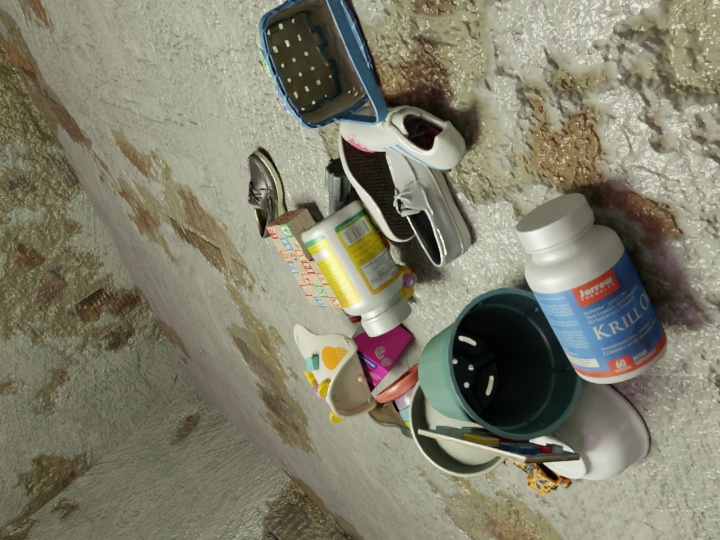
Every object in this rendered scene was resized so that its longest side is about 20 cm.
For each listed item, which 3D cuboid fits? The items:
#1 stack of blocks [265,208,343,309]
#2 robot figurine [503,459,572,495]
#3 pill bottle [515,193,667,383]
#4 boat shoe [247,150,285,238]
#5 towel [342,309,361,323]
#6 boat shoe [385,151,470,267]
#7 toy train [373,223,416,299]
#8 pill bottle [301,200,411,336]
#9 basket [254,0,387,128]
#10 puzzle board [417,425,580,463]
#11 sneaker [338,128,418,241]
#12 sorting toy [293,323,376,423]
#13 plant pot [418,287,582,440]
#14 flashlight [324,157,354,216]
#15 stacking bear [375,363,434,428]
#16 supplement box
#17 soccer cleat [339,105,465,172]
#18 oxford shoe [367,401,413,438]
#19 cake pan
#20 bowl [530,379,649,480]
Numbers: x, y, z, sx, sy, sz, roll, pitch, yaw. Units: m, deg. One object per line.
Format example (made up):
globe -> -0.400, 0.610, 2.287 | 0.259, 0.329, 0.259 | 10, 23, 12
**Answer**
stack of blocks -> -0.094, -0.022, 1.117 | 0.115, 0.059, 0.201 | -1, 124, 52
robot figurine -> 0.289, 0.327, 1.013 | 0.200, 0.058, 0.146 | 38, 150, 24
pill bottle -> 0.259, 0.019, 0.641 | 0.201, 0.112, 0.112 | 57, 151, -13
boat shoe -> -0.203, -0.151, 1.167 | 0.072, 0.065, 0.201 | 32, 146, 34
towel -> -0.037, 0.020, 1.171 | 0.201, 0.022, 0.144 | 53, 150, -8
boat shoe -> 0.084, -0.098, 0.803 | 0.072, 0.068, 0.201 | -4, 118, 58
toy train -> 0.042, 0.002, 1.005 | 0.150, 0.055, 0.201 | 39, 146, 24
pill bottle -> 0.000, 0.000, 0.898 | 0.201, 0.112, 0.113 | 59, 151, -8
basket -> -0.049, -0.270, 0.724 | 0.200, 0.139, 0.177 | 17, 138, 59
puzzle board -> 0.191, 0.231, 0.751 | 0.150, 0.018, 0.199 | 4, 168, 40
sneaker -> 0.016, -0.134, 0.861 | 0.201, 0.072, 0.085 | 66, 169, -7
sorting toy -> -0.073, 0.194, 1.128 | 0.180, 0.106, 0.201 | 40, 157, 41
plant pot -> 0.185, 0.145, 0.833 | 0.201, 0.200, 0.196 | 50, 160, 2
flashlight -> -0.035, -0.107, 0.983 | 0.068, 0.068, 0.201 | 43, 147, 32
stacking bear -> 0.144, 0.292, 1.101 | 0.201, 0.121, 0.114 | 55, 146, 7
supplement box -> 0.019, 0.178, 1.176 | 0.101, 0.104, 0.200 | 35, 149, 6
soccer cleat -> 0.047, -0.191, 0.734 | 0.199, 0.070, 0.086 | 23, 171, 30
oxford shoe -> 0.084, 0.326, 1.317 | 0.199, 0.072, 0.085 | 1, 109, 52
cake pan -> 0.183, 0.260, 0.993 | 0.200, 0.201, 0.037 | 35, -169, 27
bowl -> 0.319, 0.248, 0.846 | 0.200, 0.090, 0.202 | 35, 148, 26
